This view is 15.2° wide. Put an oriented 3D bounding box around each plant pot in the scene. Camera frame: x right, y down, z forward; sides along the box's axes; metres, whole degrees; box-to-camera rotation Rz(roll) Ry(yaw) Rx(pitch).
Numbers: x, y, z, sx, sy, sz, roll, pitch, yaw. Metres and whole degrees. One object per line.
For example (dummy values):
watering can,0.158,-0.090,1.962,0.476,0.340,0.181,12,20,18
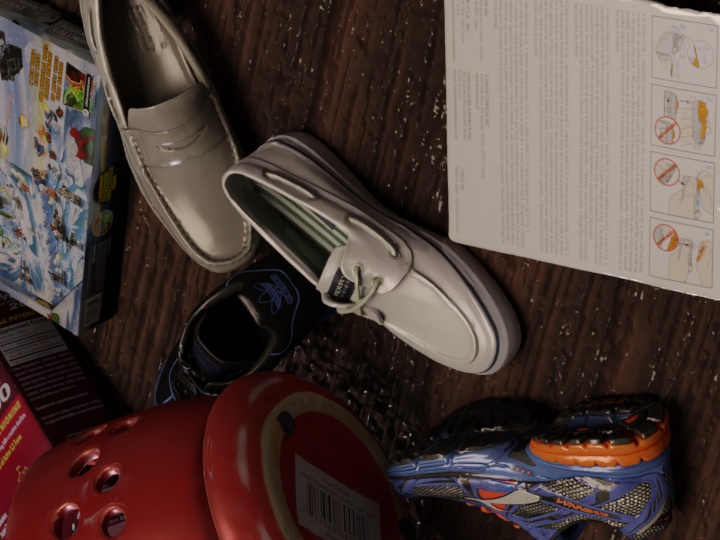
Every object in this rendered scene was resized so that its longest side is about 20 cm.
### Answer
plant pot,-0.080,0.163,1.598,0.182,0.200,0.201,-28,90,28

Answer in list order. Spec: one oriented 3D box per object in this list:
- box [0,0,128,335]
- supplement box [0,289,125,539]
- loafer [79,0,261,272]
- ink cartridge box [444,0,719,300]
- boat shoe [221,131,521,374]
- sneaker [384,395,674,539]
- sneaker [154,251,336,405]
box,-0.211,-0.075,1.738,0.137,0.040,0.200,29,127,28
supplement box,-0.214,0.118,1.802,0.200,0.061,0.109,56,136,19
loafer,-0.116,-0.091,1.612,0.200,0.070,0.070,64,-179,-3
ink cartridge box,0.138,-0.078,1.426,0.200,0.050,0.162,12,117,29
boat shoe,0.000,0.000,1.564,0.200,0.067,0.074,38,131,23
sneaker,0.094,0.121,1.536,0.200,0.075,0.079,-3,111,45
sneaker,-0.087,0.052,1.660,0.070,0.078,0.200,52,135,11
